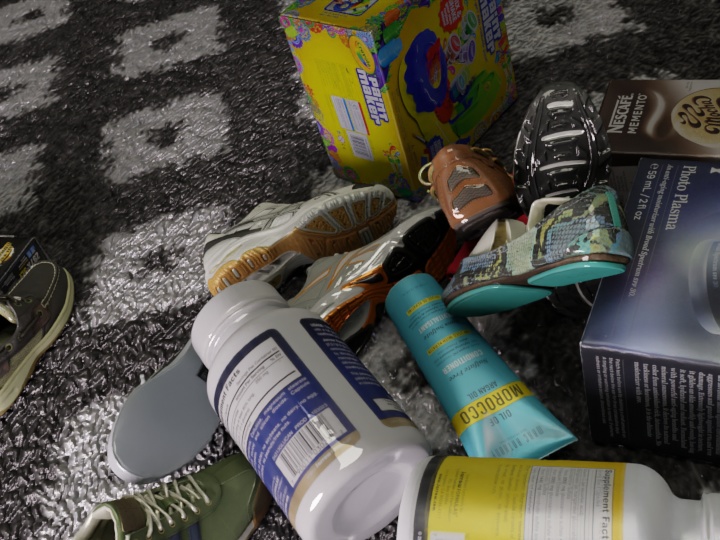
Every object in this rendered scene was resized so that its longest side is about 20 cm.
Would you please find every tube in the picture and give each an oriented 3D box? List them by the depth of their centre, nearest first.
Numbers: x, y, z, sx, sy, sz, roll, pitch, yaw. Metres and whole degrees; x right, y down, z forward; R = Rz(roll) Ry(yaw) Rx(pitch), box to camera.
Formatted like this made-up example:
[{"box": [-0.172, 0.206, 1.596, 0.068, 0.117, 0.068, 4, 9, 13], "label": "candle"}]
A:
[{"box": [0.084, 0.082, 0.728, 0.077, 0.050, 0.200, -31, 47, -4], "label": "tube"}]

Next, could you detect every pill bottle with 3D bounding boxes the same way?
[{"box": [0.129, 0.174, 0.560, 0.199, 0.112, 0.112, -1, 45, 19], "label": "pill bottle"}, {"box": [-0.046, 0.099, 0.685, 0.111, 0.111, 0.200, -33, 53, -14], "label": "pill bottle"}]

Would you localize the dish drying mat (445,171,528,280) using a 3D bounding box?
[{"box": [0.158, -0.053, 0.859, 0.077, 0.018, 0.200, 13, 51, 33], "label": "dish drying mat"}]

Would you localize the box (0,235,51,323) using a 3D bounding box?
[{"box": [-0.448, 0.043, 0.964, 0.159, 0.049, 0.200, 4, 47, 21], "label": "box"}]

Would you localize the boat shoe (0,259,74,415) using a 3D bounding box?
[{"box": [-0.345, 0.056, 0.898, 0.072, 0.066, 0.201, -4, 44, 18], "label": "boat shoe"}]

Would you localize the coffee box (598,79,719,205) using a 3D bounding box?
[{"box": [0.312, -0.106, 0.809, 0.199, 0.080, 0.113, 5, 48, 25], "label": "coffee box"}]

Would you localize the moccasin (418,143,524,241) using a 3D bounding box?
[{"box": [0.091, -0.068, 0.763, 0.073, 0.201, 0.078, -27, 83, 17], "label": "moccasin"}]

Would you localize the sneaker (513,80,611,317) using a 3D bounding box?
[{"box": [0.164, -0.060, 0.732, 0.074, 0.201, 0.079, -7, 34, 12], "label": "sneaker"}]

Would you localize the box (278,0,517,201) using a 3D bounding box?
[{"box": [0.048, -0.217, 0.936, 0.122, 0.200, 0.193, 21, 57, 36], "label": "box"}]

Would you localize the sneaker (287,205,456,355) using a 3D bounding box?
[{"box": [0.000, 0.000, 0.824, 0.200, 0.076, 0.092, -40, 41, -22], "label": "sneaker"}]

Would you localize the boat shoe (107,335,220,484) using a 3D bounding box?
[{"box": [-0.151, 0.106, 0.756, 0.068, 0.073, 0.200, -48, 12, 38], "label": "boat shoe"}]

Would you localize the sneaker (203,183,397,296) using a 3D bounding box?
[{"box": [-0.065, -0.045, 0.891, 0.199, 0.076, 0.088, -24, 42, -5], "label": "sneaker"}]

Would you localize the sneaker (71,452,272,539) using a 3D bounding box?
[{"box": [-0.152, 0.193, 0.662, 0.200, 0.090, 0.067, -40, 45, -22], "label": "sneaker"}]

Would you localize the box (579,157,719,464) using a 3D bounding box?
[{"box": [0.280, 0.028, 0.649, 0.198, 0.123, 0.200, 7, 49, 26], "label": "box"}]

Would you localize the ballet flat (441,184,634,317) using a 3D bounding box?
[{"box": [0.125, -0.013, 0.671, 0.074, 0.074, 0.200, -49, 13, -29], "label": "ballet flat"}]
